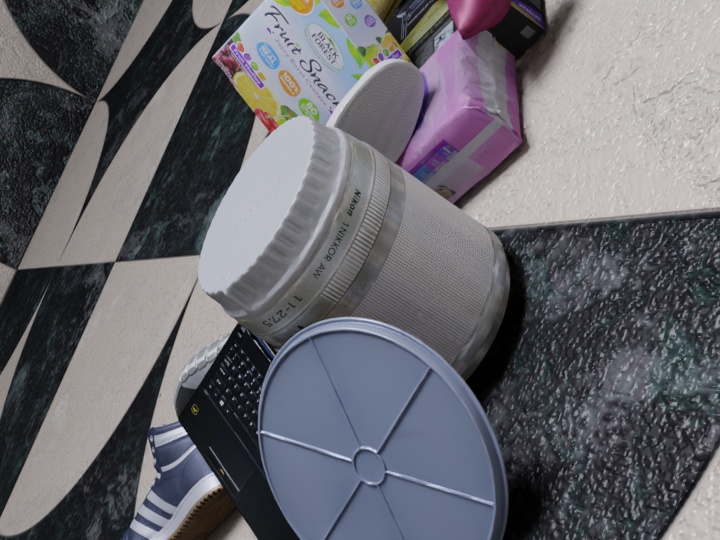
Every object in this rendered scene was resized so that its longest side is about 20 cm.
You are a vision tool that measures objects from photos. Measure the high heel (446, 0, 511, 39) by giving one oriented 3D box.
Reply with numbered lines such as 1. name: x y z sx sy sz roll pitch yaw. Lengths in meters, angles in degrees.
1. high heel: 0.067 -0.253 0.924 0.096 0.067 0.200 -48 28 -8

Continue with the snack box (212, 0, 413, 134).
1. snack box: -0.051 -0.203 1.024 0.053 0.143 0.199 -45 11 -32

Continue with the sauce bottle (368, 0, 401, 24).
1. sauce bottle: -0.004 -0.271 1.133 0.064 0.065 0.202 -17 40 57

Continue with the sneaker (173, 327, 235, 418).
1. sneaker: -0.129 0.126 1.060 0.200 0.074 0.116 -47 32 29

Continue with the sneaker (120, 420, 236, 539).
1. sneaker: -0.199 0.231 1.056 0.200 0.070 0.109 -44 55 22

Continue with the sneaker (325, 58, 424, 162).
1. sneaker: -0.026 -0.103 0.910 0.202 0.073 0.116 -59 31 10

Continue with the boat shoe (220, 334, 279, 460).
1. boat shoe: -0.061 0.086 0.949 0.074 0.073 0.202 39 111 30

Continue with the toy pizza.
1. toy pizza: 0.013 0.126 0.705 0.200 0.201 0.032 -42 -10 36

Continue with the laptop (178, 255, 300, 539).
1. laptop: -0.096 0.122 0.862 0.178 0.103 0.201 49 118 29

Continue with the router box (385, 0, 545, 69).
1. router box: 0.090 -0.231 1.013 0.200 0.052 0.159 -40 34 40

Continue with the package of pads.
1. package of pads: 0.057 -0.112 0.933 0.200 0.075 0.122 -41 30 38

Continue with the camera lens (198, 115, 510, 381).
1. camera lens: 0.000 0.000 0.778 0.160 0.199 0.161 -42 29 31
